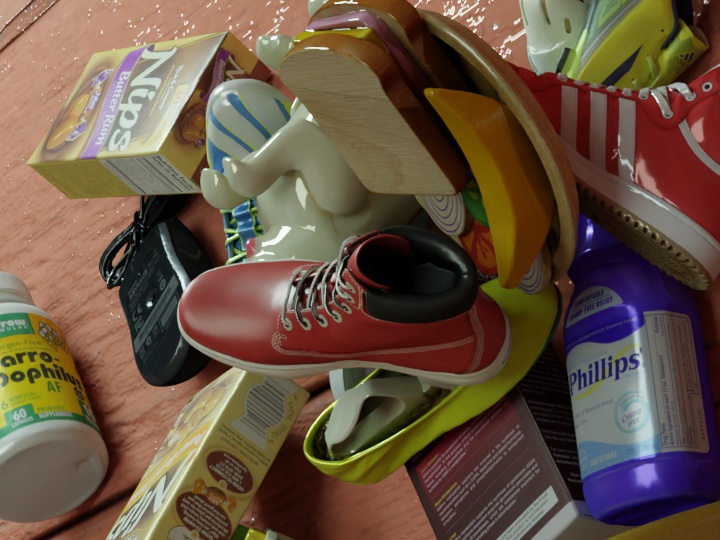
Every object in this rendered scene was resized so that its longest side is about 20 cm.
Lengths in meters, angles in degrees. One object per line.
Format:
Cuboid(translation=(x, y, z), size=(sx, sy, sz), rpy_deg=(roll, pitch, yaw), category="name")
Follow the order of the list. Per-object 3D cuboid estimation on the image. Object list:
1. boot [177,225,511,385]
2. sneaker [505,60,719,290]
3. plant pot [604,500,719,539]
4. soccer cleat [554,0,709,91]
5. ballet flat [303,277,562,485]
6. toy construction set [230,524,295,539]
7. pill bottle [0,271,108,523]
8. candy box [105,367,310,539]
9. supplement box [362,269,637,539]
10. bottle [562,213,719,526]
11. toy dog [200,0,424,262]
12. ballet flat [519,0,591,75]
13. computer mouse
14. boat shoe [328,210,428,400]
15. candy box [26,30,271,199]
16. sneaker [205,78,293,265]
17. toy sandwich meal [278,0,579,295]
Cuboid(translation=(-0.023, 0.010, 1.155), size=(0.198, 0.144, 0.073), rpy_deg=(4, 71, 17), category="boot")
Cuboid(translation=(0.149, -0.090, 1.170), size=(0.200, 0.071, 0.113), rpy_deg=(38, 82, 14), category="sneaker")
Cuboid(translation=(0.160, 0.236, 1.056), size=(0.200, 0.176, 0.201), rpy_deg=(-45, 50, 35), category="plant pot")
Cuboid(translation=(0.160, -0.122, 1.226), size=(0.065, 0.083, 0.201), rpy_deg=(-60, -14, -71), category="soccer cleat")
Cuboid(translation=(0.037, 0.066, 1.242), size=(0.200, 0.067, 0.067), rpy_deg=(-43, 50, 33), category="ballet flat")
Cuboid(translation=(-0.088, 0.257, 1.409), size=(0.200, 0.092, 0.131), rpy_deg=(-51, 8, 14), category="toy construction set")
Cuboid(translation=(-0.288, 0.099, 1.711), size=(0.113, 0.112, 0.201), rpy_deg=(-54, 44, 29), category="pill bottle")
Cuboid(translation=(-0.121, 0.163, 1.438), size=(0.115, 0.055, 0.201), rpy_deg=(-36, 20, 54), category="candy box")
Cuboid(translation=(0.083, 0.105, 1.277), size=(0.109, 0.061, 0.201), rpy_deg=(-49, 48, 31), category="supplement box")
Cuboid(translation=(0.158, 0.042, 1.192), size=(0.083, 0.065, 0.202), rpy_deg=(-27, 62, 47), category="bottle")
Cuboid(translation=(-0.010, -0.043, 1.311), size=(0.139, 0.193, 0.201), rpy_deg=(-10, 60, 58), category="toy dog")
Cuboid(translation=(0.127, -0.183, 1.283), size=(0.067, 0.063, 0.202), rpy_deg=(10, 90, 51), category="ballet flat")
Cuboid(translation=(-0.141, 0.013, 1.599), size=(0.139, 0.052, 0.201), rpy_deg=(-53, 35, 28), category="computer mouse")
Cuboid(translation=(-0.002, -0.001, 1.398), size=(0.068, 0.073, 0.201), rpy_deg=(-7, 76, 46), category="boat shoe")
Cuboid(translation=(-0.168, -0.120, 1.621), size=(0.199, 0.056, 0.117), rpy_deg=(0, 56, 50), category="candy box")
Cuboid(translation=(-0.062, -0.029, 1.407), size=(0.075, 0.201, 0.105), rpy_deg=(-8, 41, 9), category="sneaker")
Cuboid(translation=(0.040, -0.065, 1.156), size=(0.205, 0.070, 0.206), rpy_deg=(44, 157, 24), category="toy sandwich meal")
